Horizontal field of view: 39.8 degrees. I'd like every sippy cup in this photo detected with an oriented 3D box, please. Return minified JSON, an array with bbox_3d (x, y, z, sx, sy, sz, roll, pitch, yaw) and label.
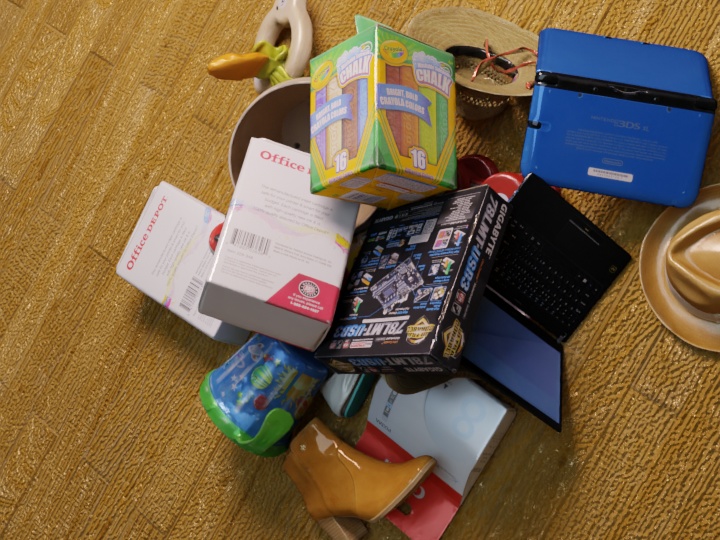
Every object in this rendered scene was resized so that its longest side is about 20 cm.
[{"bbox_3d":[-0.110,0.137,1.233,0.131,0.139,0.178,-49,58,17],"label":"sippy cup"}]

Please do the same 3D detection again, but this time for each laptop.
[{"bbox_3d":[0.200,0.034,1.077,0.201,0.176,0.103,-52,26,7],"label":"laptop"}]

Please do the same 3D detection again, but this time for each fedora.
[{"bbox_3d":[0.391,-0.011,1.055,0.197,0.082,0.205,-6,76,25],"label":"fedora"}]

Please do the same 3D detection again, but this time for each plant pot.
[{"bbox_3d":[-0.059,-0.156,1.259,0.196,0.135,0.204,1,115,2],"label":"plant pot"}]

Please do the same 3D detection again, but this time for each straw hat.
[{"bbox_3d":[0.143,-0.234,1.218,0.201,0.199,0.086,43,139,26],"label":"straw hat"}]

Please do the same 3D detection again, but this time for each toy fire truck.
[{"bbox_3d":[0.140,-0.044,1.183,0.197,0.111,0.171,18,106,29],"label":"toy fire truck"}]

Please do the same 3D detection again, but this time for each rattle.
[{"bbox_3d":[-0.138,-0.349,1.354,0.130,0.140,0.204,-172,90,-69],"label":"rattle"}]

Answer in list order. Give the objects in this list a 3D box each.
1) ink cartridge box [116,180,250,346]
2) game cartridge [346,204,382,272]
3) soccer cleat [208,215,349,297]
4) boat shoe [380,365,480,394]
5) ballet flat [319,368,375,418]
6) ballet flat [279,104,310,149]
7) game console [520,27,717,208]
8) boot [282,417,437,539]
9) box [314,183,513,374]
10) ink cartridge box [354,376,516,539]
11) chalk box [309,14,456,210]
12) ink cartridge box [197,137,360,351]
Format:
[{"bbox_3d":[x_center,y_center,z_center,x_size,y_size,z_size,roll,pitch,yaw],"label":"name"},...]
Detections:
[{"bbox_3d":[-0.218,-0.011,1.356,0.198,0.084,0.146,29,92,26],"label":"ink cartridge box"},{"bbox_3d":[0.000,0.000,1.232,0.132,0.040,0.202,-29,44,22],"label":"game cartridge"},{"bbox_3d":[-0.097,-0.003,1.225,0.197,0.086,0.069,20,57,13],"label":"soccer cleat"},{"bbox_3d":[0.108,0.089,1.142,0.066,0.196,0.076,-155,61,-63],"label":"boat shoe"},{"bbox_3d":[0.010,0.086,1.233,0.069,0.069,0.202,36,99,27],"label":"ballet flat"},{"bbox_3d":[-0.053,-0.241,1.328,0.063,0.068,0.200,39,103,-18],"label":"ballet flat"},{"bbox_3d":[0.287,-0.176,1.122,0.196,0.118,0.174,10,101,6],"label":"game console"},{"bbox_3d":[-0.011,0.232,1.184,0.145,0.070,0.201,52,125,13],"label":"boot"},{"bbox_3d":[0.055,0.015,1.084,0.198,0.049,0.201,-10,53,52],"label":"box"},{"bbox_3d":[0.070,0.206,1.189,0.159,0.047,0.202,34,93,28],"label":"ink cartridge box"},{"bbox_3d":[0.025,-0.185,1.098,0.123,0.123,0.204,-13,73,49],"label":"chalk box"},{"bbox_3d":[-0.087,-0.031,1.129,0.145,0.086,0.203,19,57,-7],"label":"ink cartridge box"}]
